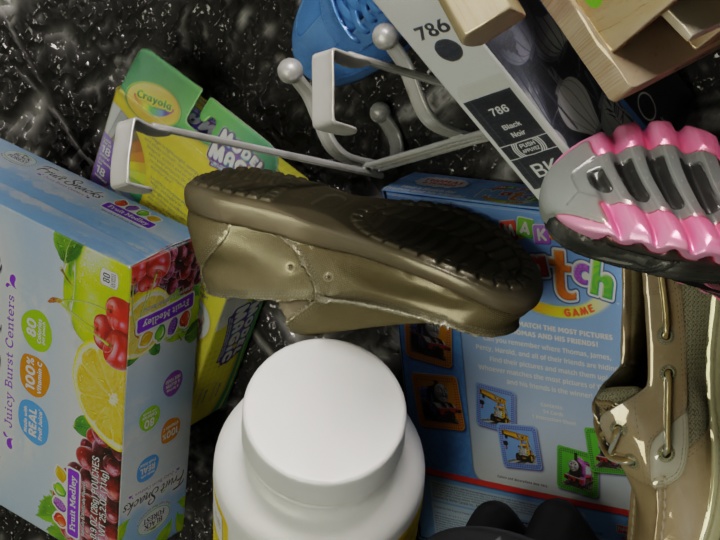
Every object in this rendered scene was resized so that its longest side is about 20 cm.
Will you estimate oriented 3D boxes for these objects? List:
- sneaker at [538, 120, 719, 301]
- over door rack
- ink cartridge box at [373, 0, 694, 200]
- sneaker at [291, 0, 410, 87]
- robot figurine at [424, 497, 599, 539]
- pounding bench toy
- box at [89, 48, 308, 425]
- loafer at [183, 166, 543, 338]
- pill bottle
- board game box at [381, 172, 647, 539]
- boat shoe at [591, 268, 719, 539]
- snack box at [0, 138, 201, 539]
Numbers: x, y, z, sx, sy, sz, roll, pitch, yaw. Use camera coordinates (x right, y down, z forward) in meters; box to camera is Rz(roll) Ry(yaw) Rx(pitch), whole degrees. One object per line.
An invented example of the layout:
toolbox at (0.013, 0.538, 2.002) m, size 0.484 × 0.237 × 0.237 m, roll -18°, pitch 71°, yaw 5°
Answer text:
sneaker at (0.170, -0.007, 0.966) m, size 0.199 × 0.079 × 0.096 m, roll 6°, pitch 139°, yaw -9°
over door rack at (-0.001, -0.085, 1.042) m, size 0.147 × 0.199 × 0.067 m, roll -14°, pitch 85°, yaw 42°
ink cartridge box at (0.073, -0.108, 0.980) m, size 0.039 × 0.100 × 0.200 m, roll -16°, pitch 128°, yaw 42°
sneaker at (0.014, -0.150, 1.080) m, size 0.200 × 0.078 × 0.066 m, roll -38°, pitch 85°, yaw 43°
robot figurine at (0.056, 0.204, 1.063) m, size 0.124 × 0.200 × 0.151 m, roll 29°, pitch 146°, yaw 3°
pounding bench toy at (0.131, -0.165, 0.895) m, size 0.156 × 0.200 × 0.125 m, roll -39°, pitch 83°, yaw 43°
box at (-0.104, -0.021, 1.251) m, size 0.117 × 0.048 × 0.201 m, roll 38°, pitch 131°, yaw 21°
loafer at (0.000, 0.000, 1.101) m, size 0.199 × 0.076 × 0.068 m, roll 18°, pitch 116°, yaw 29°
pill bottle at (-0.023, 0.121, 1.155) m, size 0.111 × 0.111 × 0.200 m, roll 40°, pitch 154°, yaw 19°
board game box at (0.089, 0.056, 1.132) m, size 0.151 × 0.037 × 0.201 m, roll 9°, pitch 115°, yaw 36°
boat shoe at (0.139, 0.066, 1.041) m, size 0.072 × 0.064 × 0.201 m, roll -135°, pitch 51°, yaw -75°
snack box at (-0.176, 0.046, 1.264) m, size 0.168 × 0.068 × 0.201 m, roll 25°, pitch 122°, yaw 30°
